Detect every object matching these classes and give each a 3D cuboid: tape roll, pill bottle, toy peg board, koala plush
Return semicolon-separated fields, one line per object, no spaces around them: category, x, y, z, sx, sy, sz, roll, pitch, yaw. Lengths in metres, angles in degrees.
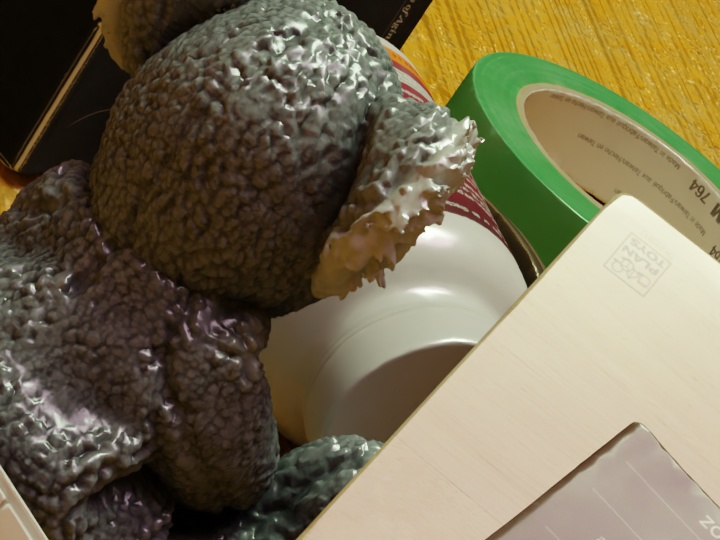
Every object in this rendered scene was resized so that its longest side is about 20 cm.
tape roll;0.126;-0.029;1.383;0.200;0.048;0.201;29;24;-15
pill bottle;0.000;0.000;1.074;0.113;0.113;0.200;21;27;-31
toy peg board;0.095;0.117;0.915;0.200;0.098;0.199;39;58;8
koala plush;-0.052;-0.006;0.904;0.183;0.200;0.177;1;41;-52

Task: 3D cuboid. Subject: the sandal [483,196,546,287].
sandal;0.076;0.050;1.134;0.200;0.082;0.055;47;9;28

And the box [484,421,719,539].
box;0.037;0.142;0.783;0.200;0.075;0.100;-36;73;-28

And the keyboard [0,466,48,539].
keyboard;-0.126;0.078;0.829;0.011;0.056;0.200;23;24;-54

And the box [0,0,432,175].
box;-0.063;-0.148;1.158;0.196;0.200;0.124;2;39;-53
